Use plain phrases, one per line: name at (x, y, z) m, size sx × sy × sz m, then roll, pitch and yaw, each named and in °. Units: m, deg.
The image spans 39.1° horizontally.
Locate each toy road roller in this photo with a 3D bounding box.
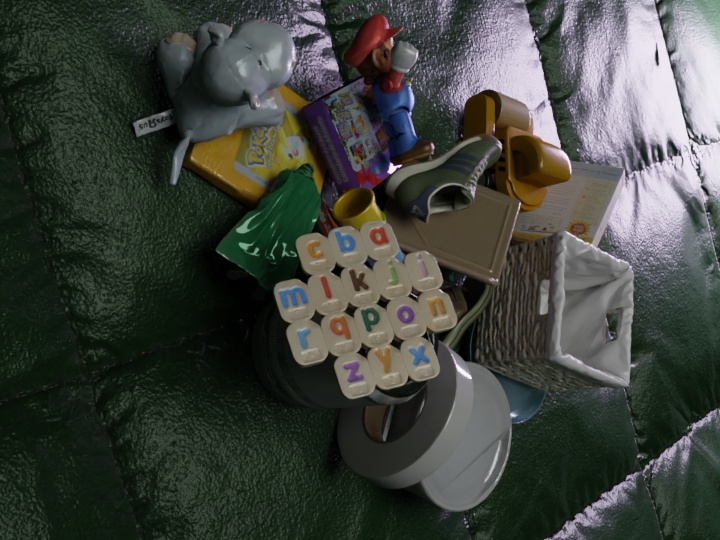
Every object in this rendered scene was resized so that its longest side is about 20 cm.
toy road roller at (0.251, -0.190, 1.597) m, size 0.123 × 0.146 × 0.201 m, roll 11°, pitch 75°, yaw -43°

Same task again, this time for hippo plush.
hippo plush at (-0.164, -0.234, 1.165) m, size 0.200 × 0.161 × 0.160 m, roll -34°, pitch 88°, yaw -28°

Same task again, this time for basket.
basket at (0.299, 0.070, 1.546) m, size 0.200 × 0.161 × 0.199 m, roll 22°, pitch 67°, yaw -39°

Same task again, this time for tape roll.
tape roll at (0.054, 0.178, 1.293) m, size 0.037 × 0.202 × 0.203 m, roll 36°, pitch 59°, yaw -35°

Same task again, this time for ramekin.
ramekin at (0.111, 0.225, 1.400) m, size 0.202 × 0.094 × 0.203 m, roll 0°, pitch 89°, yaw -42°

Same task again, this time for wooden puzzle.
wooden puzzle at (0.125, -0.069, 1.447) m, size 0.184 × 0.037 × 0.200 m, roll 21°, pitch 45°, yaw 1°

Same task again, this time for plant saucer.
plant saucer at (0.228, 0.140, 1.593) m, size 0.200 × 0.027 × 0.201 m, roll 10°, pitch 76°, yaw -43°

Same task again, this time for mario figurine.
mario figurine at (0.057, -0.248, 1.361) m, size 0.106 × 0.123 × 0.201 m, roll -27°, pitch 102°, yaw -46°

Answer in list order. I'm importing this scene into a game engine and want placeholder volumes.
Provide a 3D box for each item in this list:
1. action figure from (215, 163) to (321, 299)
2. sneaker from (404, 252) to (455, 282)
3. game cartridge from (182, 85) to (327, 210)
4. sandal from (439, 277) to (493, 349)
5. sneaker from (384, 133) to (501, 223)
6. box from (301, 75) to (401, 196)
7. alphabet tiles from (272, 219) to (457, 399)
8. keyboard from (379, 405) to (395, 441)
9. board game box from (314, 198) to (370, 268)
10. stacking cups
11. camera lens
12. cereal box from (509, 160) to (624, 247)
action figure at (-0.098, -0.059, 1.253) m, size 0.118 × 0.055 × 0.200 m, roll 42°, pitch 51°, yaw -23°
sneaker at (0.154, -0.043, 1.501) m, size 0.091 × 0.078 × 0.200 m, roll 37°, pitch 50°, yaw 22°
game cartridge at (-0.124, -0.165, 1.305) m, size 0.200 × 0.032 × 0.177 m, roll 33°, pitch 60°, yaw -38°
sandal at (0.133, 0.060, 1.484) m, size 0.057 × 0.080 × 0.201 m, roll 47°, pitch 52°, yaw -10°
sneaker at (0.137, -0.122, 1.429) m, size 0.200 × 0.067 × 0.090 m, roll -24°, pitch 56°, yaw -27°
box at (0.004, -0.192, 1.399) m, size 0.200 × 0.039 × 0.137 m, roll -42°, pitch 111°, yaw -56°
alphabet tiles at (0.006, 0.041, 1.131) m, size 0.199 × 0.015 × 0.196 m, roll -13°, pitch 72°, yaw -21°
keyboard at (0.034, 0.159, 1.378) m, size 0.011 × 0.056 × 0.201 m, roll 34°, pitch 59°, yaw -30°
board game box at (0.000, 0.000, 1.336) m, size 0.200 × 0.019 × 0.103 m, roll 54°, pitch 5°, yaw -35°
stacking cups at (0.030, -0.023, 1.351) m, size 0.200 × 0.060 × 0.061 m, roll 57°, pitch 47°, yaw -41°
camera lens at (-0.017, 0.087, 1.240) m, size 0.160 × 0.200 × 0.161 m, roll 11°, pitch 74°, yaw -43°
cereal box at (0.338, -0.102, 1.670) m, size 0.200 × 0.143 × 0.040 m, roll -57°, pitch 147°, yaw -34°
